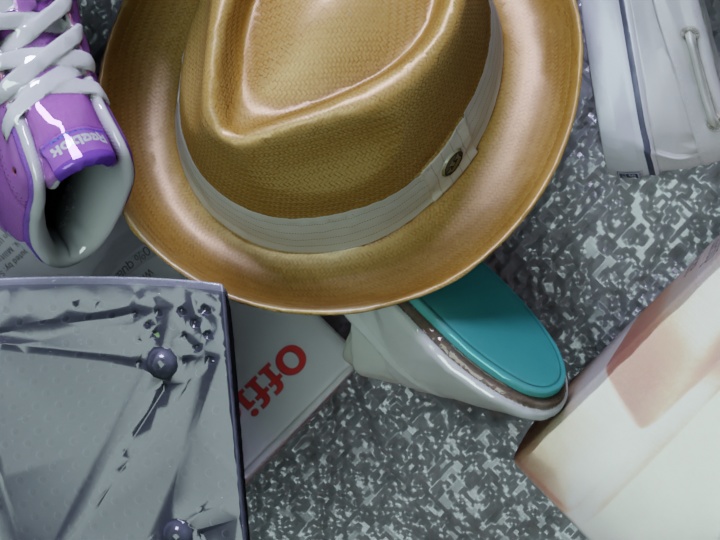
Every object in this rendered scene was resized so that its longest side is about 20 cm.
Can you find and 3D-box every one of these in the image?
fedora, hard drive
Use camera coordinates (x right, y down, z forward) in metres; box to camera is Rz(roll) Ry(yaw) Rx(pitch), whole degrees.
[{"bbox_3d":[-0.011,-0.084,0.946,0.199,0.082,0.202,-2,73,5],"label":"fedora"},{"bbox_3d":[-0.138,0.069,0.959,0.198,0.042,0.136,-4,95,13],"label":"hard drive"}]

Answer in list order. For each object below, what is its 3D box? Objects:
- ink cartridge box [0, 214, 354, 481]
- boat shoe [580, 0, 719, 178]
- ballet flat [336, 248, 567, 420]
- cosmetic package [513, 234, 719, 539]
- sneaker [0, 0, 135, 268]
[{"bbox_3d":[-0.123,0.026,1.046,0.200,0.084,0.146,45,69,4],"label":"ink cartridge box"},{"bbox_3d":[0.118,-0.137,0.994,0.065,0.072,0.202,-6,99,12],"label":"boat shoe"},{"bbox_3d":[0.000,0.000,1.006,0.200,0.069,0.070,44,108,13],"label":"ballet flat"},{"bbox_3d":[0.163,0.027,0.993,0.087,0.103,0.200,45,106,3],"label":"cosmetic package"},{"bbox_3d":[-0.121,-0.093,0.921,0.114,0.072,0.201,45,149,44],"label":"sneaker"}]
